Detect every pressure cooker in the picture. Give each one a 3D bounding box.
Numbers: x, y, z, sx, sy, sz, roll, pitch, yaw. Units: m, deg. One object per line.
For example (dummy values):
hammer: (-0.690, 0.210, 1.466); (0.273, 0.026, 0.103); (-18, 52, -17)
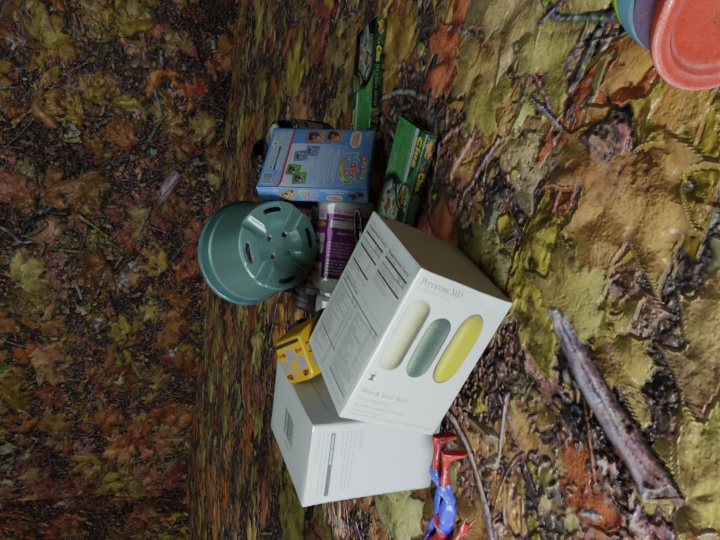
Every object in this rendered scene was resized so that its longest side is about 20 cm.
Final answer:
pressure cooker: (-0.132, -0.218, 1.201); (0.175, 0.193, 0.186); (158, 114, -65)

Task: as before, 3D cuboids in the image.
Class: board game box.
board game box: (-0.074, -0.190, 1.022); (0.037, 0.192, 0.155); (80, -165, -53)
board game box: (0.012, -0.364, 1.100); (0.104, 0.023, 0.208); (-176, 90, -65)
board game box: (0.066, -0.131, 0.918); (0.105, 0.023, 0.206); (-122, 41, -56)

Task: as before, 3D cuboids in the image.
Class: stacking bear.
stacking bear: (0.242, -0.245, 0.441); (0.114, 0.118, 0.205); (-51, 31, 42)

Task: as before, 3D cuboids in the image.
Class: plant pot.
plant pot: (-0.182, -0.038, 1.054); (0.194, 0.194, 0.208); (-4, 83, 61)

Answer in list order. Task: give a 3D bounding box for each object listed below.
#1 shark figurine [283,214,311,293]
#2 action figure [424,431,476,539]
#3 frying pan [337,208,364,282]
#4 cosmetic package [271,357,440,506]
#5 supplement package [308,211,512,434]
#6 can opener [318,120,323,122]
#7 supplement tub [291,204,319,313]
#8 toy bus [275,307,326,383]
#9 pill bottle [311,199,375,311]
shark figurine: (-0.156, -0.048, 1.267); (0.125, 0.089, 0.220); (2, 64, 40)
action figure: (0.110, 0.315, 0.736); (0.065, 0.050, 0.208); (-138, 51, -68)
frying pan: (0.014, 0.007, 0.960); (0.112, 0.031, 0.196); (19, 105, 21)
cosmetic package: (-0.014, 0.220, 0.849); (0.199, 0.193, 0.127); (-141, 57, -62)
supplement package: (0.054, 0.068, 0.724); (0.204, 0.148, 0.151); (-62, 31, 18)
can opener: (-0.123, -0.253, 1.366); (0.066, 0.051, 0.208); (-159, 74, -65)
supplement tub: (-0.077, -0.024, 1.159); (0.107, 0.103, 0.207); (-143, 60, -63)
toy bus: (-0.035, 0.091, 0.862); (0.064, 0.197, 0.080); (-25, 88, 41)
pill bottle: (-0.034, -0.025, 1.047); (0.112, 0.109, 0.208); (-166, 81, -66)
